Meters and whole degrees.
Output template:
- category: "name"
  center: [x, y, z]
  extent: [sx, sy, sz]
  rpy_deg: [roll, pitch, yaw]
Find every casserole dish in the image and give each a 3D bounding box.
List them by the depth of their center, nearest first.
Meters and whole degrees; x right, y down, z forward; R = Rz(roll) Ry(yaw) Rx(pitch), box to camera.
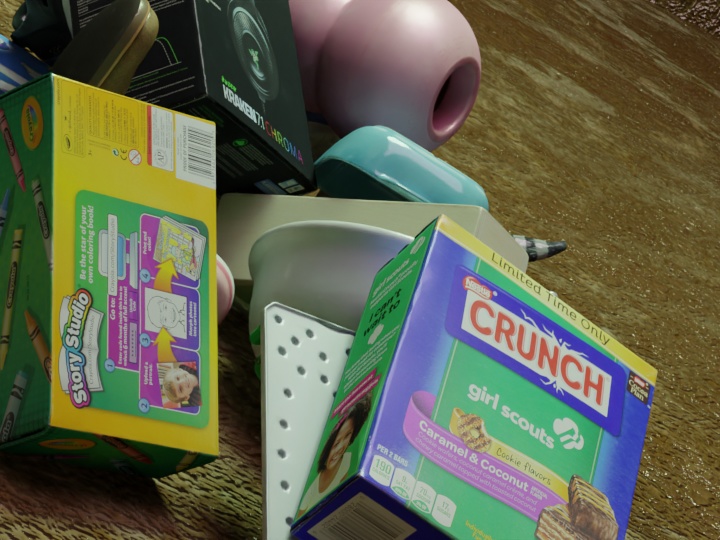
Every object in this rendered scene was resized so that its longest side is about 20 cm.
- category: "casserole dish"
  center: [0.029, -0.055, 1.627]
  extent: [0.121, 0.039, 0.200]
  rpy_deg: [32, -8, -6]

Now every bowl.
- category: "bowl"
  center: [0.010, 0.059, 1.485]
  extent: [0.200, 0.091, 0.201]
  rpy_deg: [18, -25, 8]

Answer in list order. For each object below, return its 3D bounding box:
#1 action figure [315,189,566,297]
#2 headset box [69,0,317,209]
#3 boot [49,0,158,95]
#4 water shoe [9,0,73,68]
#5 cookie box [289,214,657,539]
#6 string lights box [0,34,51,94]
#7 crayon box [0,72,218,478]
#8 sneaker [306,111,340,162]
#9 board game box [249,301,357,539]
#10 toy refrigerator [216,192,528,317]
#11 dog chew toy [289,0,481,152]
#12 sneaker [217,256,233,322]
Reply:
- category: "action figure"
  center: [0.046, -0.021, 1.802]
  extent: [0.193, 0.105, 0.200]
  rpy_deg: [25, 15, -19]
- category: "headset box"
  center: [-0.114, -0.158, 1.592]
  extent: [0.174, 0.092, 0.201]
  rpy_deg: [40, 37, -59]
- category: "boot"
  center: [-0.165, -0.079, 1.454]
  extent: [0.075, 0.200, 0.074]
  rpy_deg: [26, 26, -19]
- category: "water shoe"
  center: [-0.205, -0.168, 1.702]
  extent: [0.079, 0.200, 0.072]
  rpy_deg: [20, 59, 11]
- category: "cookie box"
  center: [0.068, 0.097, 1.329]
  extent: [0.171, 0.075, 0.201]
  rpy_deg: [35, 44, -17]
- category: "string lights box"
  center: [-0.224, -0.098, 1.638]
  extent: [0.200, 0.059, 0.103]
  rpy_deg: [33, 18, 5]
- category: "crayon box"
  center: [-0.140, 0.005, 1.313]
  extent: [0.118, 0.058, 0.201]
  rpy_deg: [15, 67, -42]
- category: "sneaker"
  center: [-0.073, -0.125, 1.796]
  extent: [0.199, 0.077, 0.112]
  rpy_deg: [-2, 60, -13]
- category: "board game box"
  center: [0.024, 0.134, 1.343]
  extent: [0.199, 0.026, 0.201]
  rpy_deg: [21, 47, -28]
- category: "toy refrigerator"
  center: [0.000, 0.000, 1.557]
  extent: [0.199, 0.070, 0.076]
  rpy_deg: [4, -23, 31]
- category: "dog chew toy"
  center: [-0.013, -0.161, 1.726]
  extent: [0.199, 0.125, 0.124]
  rpy_deg: [28, 15, 27]
- category: "sneaker"
  center: [-0.166, 0.009, 1.398]
  extent: [0.199, 0.076, 0.105]
  rpy_deg: [19, 19, -18]
